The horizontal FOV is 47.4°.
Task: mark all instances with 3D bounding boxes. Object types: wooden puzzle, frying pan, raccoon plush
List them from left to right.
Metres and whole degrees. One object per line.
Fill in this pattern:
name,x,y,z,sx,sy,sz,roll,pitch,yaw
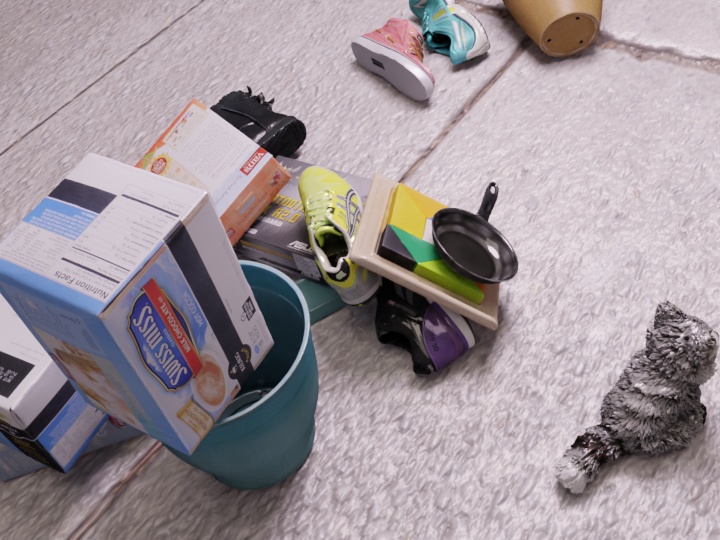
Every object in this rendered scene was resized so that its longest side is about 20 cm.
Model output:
wooden puzzle,0.087,-0.033,0.964,0.184,0.037,0.200,26,35,-8
frying pan,0.125,-0.052,0.960,0.114,0.031,0.191,17,39,-21
raccoon plush,0.277,0.127,0.794,0.096,0.134,0.200,30,61,32

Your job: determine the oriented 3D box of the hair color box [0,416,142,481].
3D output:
hair color box,-0.337,0.161,0.963,0.199,0.061,0.099,-19,48,-3

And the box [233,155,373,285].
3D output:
box,-0.079,-0.073,1.104,0.199,0.049,0.159,19,55,33

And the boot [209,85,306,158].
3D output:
boot,-0.193,-0.192,1.237,0.198,0.074,0.162,-43,50,-20

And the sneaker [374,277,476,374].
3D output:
sneaker,0.041,0.036,0.967,0.087,0.076,0.200,-36,57,-10

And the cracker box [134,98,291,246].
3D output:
cracker box,-0.203,-0.131,1.105,0.134,0.058,0.200,-49,52,-3

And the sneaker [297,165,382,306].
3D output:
sneaker,-0.030,-0.056,0.972,0.075,0.076,0.201,-31,56,9

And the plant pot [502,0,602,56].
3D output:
plant pot,0.302,-0.442,1.285,0.185,0.187,0.201,-10,61,5

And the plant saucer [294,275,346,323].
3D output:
plant saucer,0.000,0.000,1.055,0.199,0.019,0.070,-27,49,-12

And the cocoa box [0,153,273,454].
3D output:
cocoa box,-0.182,0.032,0.679,0.133,0.201,0.132,18,56,26

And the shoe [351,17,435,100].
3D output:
shoe,0.074,-0.344,1.306,0.091,0.072,0.200,-37,46,-12

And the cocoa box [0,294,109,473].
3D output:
cocoa box,-0.375,0.105,0.890,0.199,0.132,0.134,16,54,25

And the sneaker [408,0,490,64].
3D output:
sneaker,0.130,-0.406,1.351,0.079,0.078,0.200,-33,49,-5

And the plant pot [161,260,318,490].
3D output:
plant pot,-0.129,0.125,0.858,0.199,0.189,0.201,-7,48,8
